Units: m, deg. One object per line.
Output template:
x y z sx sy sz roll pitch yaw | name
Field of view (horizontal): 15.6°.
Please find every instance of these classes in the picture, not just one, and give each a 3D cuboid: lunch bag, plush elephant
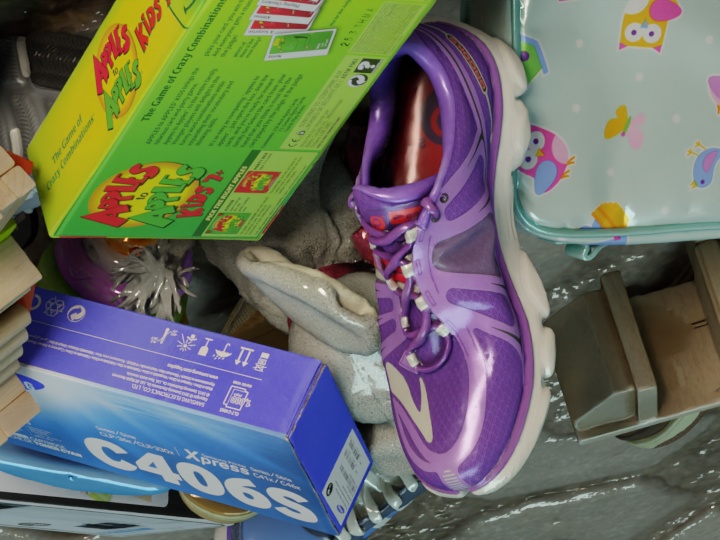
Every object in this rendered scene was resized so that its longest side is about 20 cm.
0.135 -0.088 1.183 0.199 0.161 0.077 -3 -166 -21 | lunch bag
0.000 0.000 1.221 0.200 0.155 0.165 -38 152 -10 | plush elephant

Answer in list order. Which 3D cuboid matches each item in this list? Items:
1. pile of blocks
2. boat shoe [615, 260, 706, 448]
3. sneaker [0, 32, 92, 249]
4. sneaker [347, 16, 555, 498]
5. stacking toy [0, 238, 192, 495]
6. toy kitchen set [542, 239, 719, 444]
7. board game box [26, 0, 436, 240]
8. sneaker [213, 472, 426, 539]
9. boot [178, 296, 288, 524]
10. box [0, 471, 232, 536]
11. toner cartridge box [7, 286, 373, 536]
-0.174 0.005 1.132 0.062 0.082 0.200 -40 152 -40 | pile of blocks
0.183 0.037 1.554 0.075 0.075 0.202 20 144 -12 | boat shoe
-0.164 -0.046 1.213 0.199 0.075 0.115 -16 159 23 | sneaker
0.025 -0.005 1.093 0.080 0.201 0.083 -9 174 33 | sneaker
-0.124 0.009 1.312 0.116 0.110 0.200 11 134 -12 | stacking toy
0.167 -0.010 1.295 0.163 0.201 0.181 -16 153 1 | toy kitchen set
-0.049 -0.086 1.055 0.101 0.048 0.200 1 146 -31 | board game box
0.017 0.099 1.469 0.200 0.081 0.146 -37 -176 -27 | sneaker
-0.052 0.068 1.360 0.072 0.200 0.155 26 147 -3 | boot
-0.180 0.107 1.449 0.200 0.060 0.116 11 165 -41 | box
-0.100 0.059 1.211 0.199 0.043 0.095 13 151 24 | toner cartridge box
